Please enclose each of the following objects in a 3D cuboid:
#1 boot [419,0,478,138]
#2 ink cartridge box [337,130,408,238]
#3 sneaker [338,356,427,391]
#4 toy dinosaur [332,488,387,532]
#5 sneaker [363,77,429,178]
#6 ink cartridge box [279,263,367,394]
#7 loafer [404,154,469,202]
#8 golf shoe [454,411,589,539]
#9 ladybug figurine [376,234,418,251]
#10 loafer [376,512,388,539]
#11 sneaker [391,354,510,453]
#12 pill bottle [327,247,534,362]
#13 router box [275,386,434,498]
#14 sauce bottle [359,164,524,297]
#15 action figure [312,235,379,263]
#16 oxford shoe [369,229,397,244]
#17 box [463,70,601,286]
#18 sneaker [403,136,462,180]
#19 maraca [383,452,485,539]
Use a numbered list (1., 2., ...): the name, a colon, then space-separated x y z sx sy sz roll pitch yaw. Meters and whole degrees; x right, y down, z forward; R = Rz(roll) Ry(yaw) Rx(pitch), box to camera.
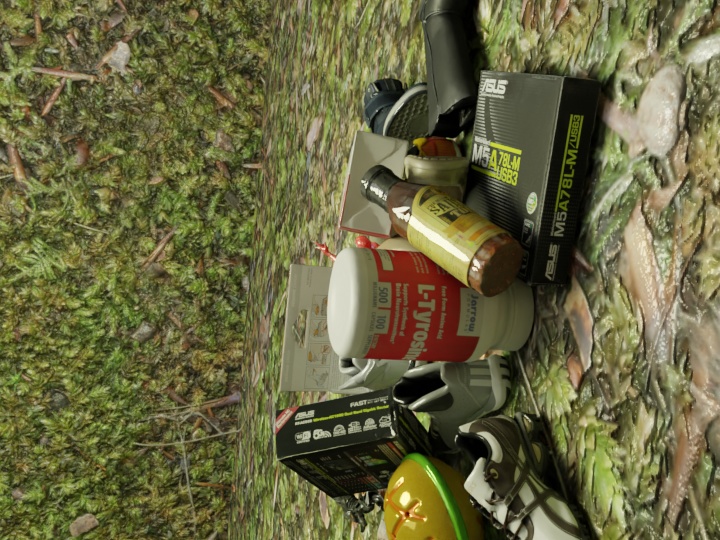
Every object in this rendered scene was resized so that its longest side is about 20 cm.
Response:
1. boot: 0.117 -0.289 1.022 0.165 0.065 0.202 106 165 -64
2. ink cartridge box: 0.012 -0.103 1.043 0.200 0.067 0.118 -134 55 -88
3. sneaker: 0.016 0.147 1.194 0.200 0.114 0.076 123 148 -61
4. toy dinosaur: 0.033 0.301 1.147 0.136 0.101 0.202 -46 36 44
5. sneaker: 0.057 -0.247 1.215 0.203 0.076 0.148 119 148 -60
6. ink cartridge box: -0.036 0.090 1.284 0.045 0.174 0.202 -151 67 -73
7. loafer: 0.085 -0.088 0.952 0.200 0.075 0.069 45 -132 -84
8. golf shoe: 0.142 0.220 0.756 0.201 0.094 0.078 -108 28 -50
9. ladybug figurine: 0.066 0.015 1.038 0.201 0.135 0.072 112 180 -56
10. loafer: 0.049 0.383 1.074 0.071 0.063 0.202 18 114 33
11. sneaker: 0.083 0.151 0.944 0.201 0.114 0.076 115 155 -51
12. pill bottle: 0.072 0.038 0.855 0.112 0.198 0.114 -177 90 -75
13. router box: -0.001 0.217 1.013 0.200 0.148 0.063 57 -156 -57
14. sauce bottle: 0.073 -0.048 0.823 0.200 0.066 0.067 38 128 37
15. action figure: 0.000 0.000 1.142 0.099 0.065 0.201 39 161 25
16. oxford shoe: 0.042 -0.038 1.219 0.071 0.073 0.202 -128 43 -64
17. box: 0.164 -0.103 0.842 0.200 0.047 0.195 -131 44 -69
18. sneaker: 0.077 -0.084 1.101 0.073 0.076 0.202 -117 34 -63
19. maraca: 0.089 0.302 0.917 0.137 0.106 0.202 129 124 -66
